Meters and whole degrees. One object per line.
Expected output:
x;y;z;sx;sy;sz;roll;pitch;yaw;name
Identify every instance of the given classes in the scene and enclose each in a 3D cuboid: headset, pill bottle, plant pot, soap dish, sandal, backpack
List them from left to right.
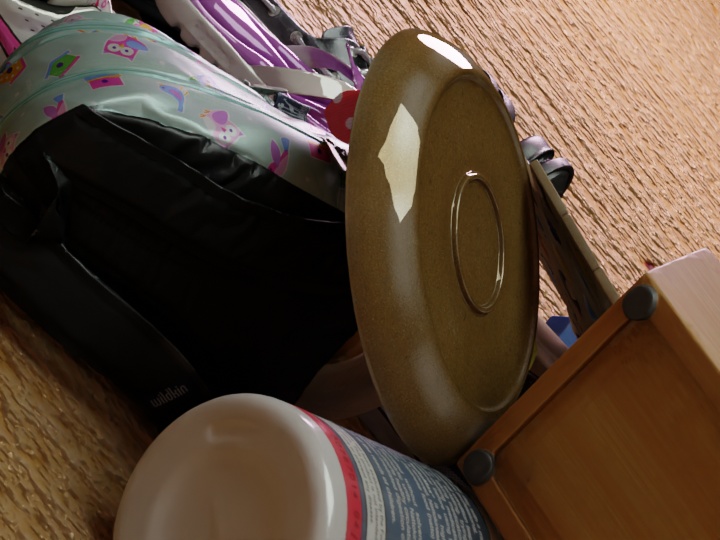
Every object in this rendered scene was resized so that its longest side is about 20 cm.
-0.091;-0.026;1.148;0.199;0.167;0.127;29;20;-29;backpack
-0.026;-0.106;1.365;0.202;0.050;0.083;37;25;-11;sandal
-0.005;0.137;1.095;0.200;0.119;0.120;27;33;-49;pill bottle
0.044;-0.012;1.128;0.200;0.027;0.202;-4;90;-67;plant pot
0.085;-0.076;1.739;0.124;0.094;0.200;47;6;-6;headset
0.142;0.109;1.075;0.081;0.157;0.200;20;30;-51;soap dish

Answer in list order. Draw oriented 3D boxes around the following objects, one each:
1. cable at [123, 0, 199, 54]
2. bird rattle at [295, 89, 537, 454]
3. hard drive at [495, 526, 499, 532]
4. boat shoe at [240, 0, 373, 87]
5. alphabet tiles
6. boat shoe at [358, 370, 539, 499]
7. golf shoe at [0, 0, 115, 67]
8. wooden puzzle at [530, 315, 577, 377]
-0.131;-0.125;1.356;0.163;0.051;0.201;33;24;-27;cable
0.000;0.000;1.261;0.113;0.162;0.201;59;12;-70;bird rattle
0.085;0.209;1.164;0.026;0.132;0.201;9;41;-25;hard drive
-0.021;-0.113;1.460;0.200;0.068;0.072;40;0;14;boat shoe
0.122;0.028;1.254;0.167;0.006;0.200;62;-2;28;alphabet tiles
0.051;0.065;1.370;0.201;0.093;0.075;55;20;3;boat shoe
-0.147;-0.099;1.204;0.200;0.092;0.073;42;22;-32;golf shoe
0.080;0.029;1.433;0.185;0.046;0.200;47;-13;-20;wooden puzzle
